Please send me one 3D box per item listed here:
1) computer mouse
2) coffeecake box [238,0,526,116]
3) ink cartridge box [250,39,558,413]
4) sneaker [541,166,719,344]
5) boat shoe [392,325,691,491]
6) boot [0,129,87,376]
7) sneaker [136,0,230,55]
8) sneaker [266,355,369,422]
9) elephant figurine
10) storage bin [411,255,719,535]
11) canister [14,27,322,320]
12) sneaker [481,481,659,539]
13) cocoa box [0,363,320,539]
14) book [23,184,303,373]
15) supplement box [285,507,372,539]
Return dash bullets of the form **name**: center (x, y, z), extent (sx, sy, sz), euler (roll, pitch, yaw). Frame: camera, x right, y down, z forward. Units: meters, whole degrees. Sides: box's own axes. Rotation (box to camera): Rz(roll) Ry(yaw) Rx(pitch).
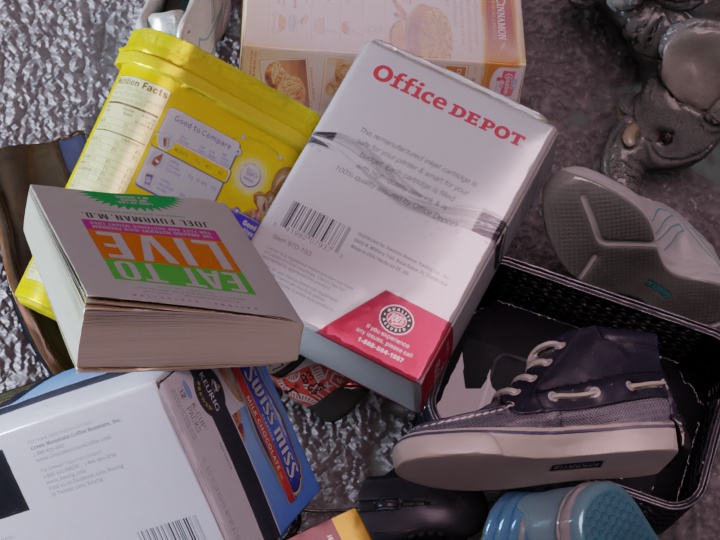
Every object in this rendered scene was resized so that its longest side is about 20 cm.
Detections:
- **computer mouse**: center (-0.010, 0.162, 1.562), extent (0.200, 0.034, 0.059), euler (0, 73, -6)
- **coffeecake box**: center (0.014, -0.183, 1.631), extent (0.200, 0.073, 0.154), euler (4, 48, -4)
- **ink cartridge box**: center (0.023, -0.031, 1.491), extent (0.145, 0.083, 0.200), euler (26, 74, 11)
- **sneaker**: center (0.193, -0.020, 1.592), extent (0.200, 0.070, 0.080), euler (35, 28, -35)
- **boat shoe**: center (0.114, 0.089, 1.489), extent (0.200, 0.075, 0.093), euler (-1, 65, -15)
- **boot**: center (-0.205, -0.008, 1.575), extent (0.097, 0.075, 0.200), euler (-23, 74, -10)
- **sneaker**: center (-0.137, -0.141, 1.611), extent (0.070, 0.080, 0.200), euler (-2, 71, 9)
- **sneaker**: center (0.000, 0.001, 1.554), extent (0.108, 0.067, 0.201), euler (37, 98, -16)
- **elephant figurine**: center (0.237, -0.140, 1.654), extent (0.141, 0.155, 0.200), euler (-14, 82, -47)
- **storage bin**: center (0.149, 0.089, 1.573), extent (0.200, 0.094, 0.135), euler (19, 71, -1)
- **canister**: center (-0.129, -0.042, 1.521), extent (0.148, 0.087, 0.200), euler (28, 83, -23)
- **sneaker**: center (0.156, 0.223, 1.544), extent (0.080, 0.131, 0.200), euler (-45, 117, -35)
- **cocoa box**: center (-0.152, 0.128, 1.387), extent (0.200, 0.131, 0.133), euler (-19, 100, 25)
- **book**: center (-0.124, 0.003, 1.375), extent (0.134, 0.200, 0.048), euler (3, 111, -20)
- **supplement box**: center (-0.071, 0.268, 1.432), extent (0.197, 0.200, 0.133), euler (-24, 76, -13)
